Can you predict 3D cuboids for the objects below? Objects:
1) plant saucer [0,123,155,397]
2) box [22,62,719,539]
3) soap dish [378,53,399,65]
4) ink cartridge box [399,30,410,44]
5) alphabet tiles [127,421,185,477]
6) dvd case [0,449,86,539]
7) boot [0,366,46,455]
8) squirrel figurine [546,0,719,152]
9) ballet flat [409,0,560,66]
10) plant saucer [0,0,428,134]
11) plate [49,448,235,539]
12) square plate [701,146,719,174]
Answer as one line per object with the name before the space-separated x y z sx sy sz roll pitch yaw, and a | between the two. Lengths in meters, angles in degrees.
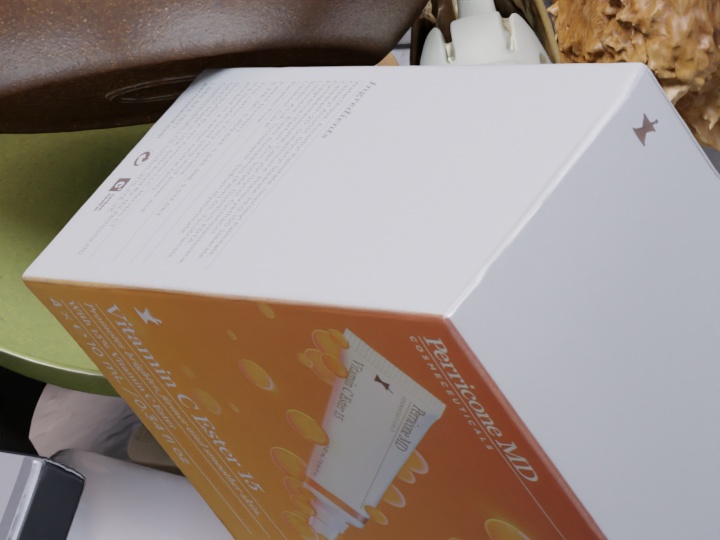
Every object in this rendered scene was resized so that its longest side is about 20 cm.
plant saucer | -0.076 -0.017 1.017 0.200 0.031 0.200 5 38 -4
box | 0.018 0.017 0.847 0.200 0.124 0.097 4 47 51
soap dish | -0.107 -0.077 1.153 0.200 0.157 0.081 -41 20 -6
ink cartridge box | -0.030 -0.184 1.171 0.116 0.200 0.067 1 46 49
alphabet tiles | 0.000 0.000 1.045 0.196 0.015 0.200 3 48 42
dvd case | -0.173 0.125 0.947 0.200 0.025 0.150 3 71 52
boot | -0.151 0.035 1.052 0.075 0.074 0.200 -29 38 37
squirrel figurine | 0.121 -0.121 0.951 0.187 0.142 0.200 -24 9 38
ballet flat | 0.038 -0.065 0.980 0.069 0.063 0.200 -10 21 1
plant saucer | -0.066 -0.075 0.963 0.200 0.037 0.200 -10 -5 -1
plate | -0.099 0.150 0.941 0.200 0.032 0.200 7 50 52
square plate | 0.128 0.019 0.880 0.198 0.028 0.200 -20 33 30
